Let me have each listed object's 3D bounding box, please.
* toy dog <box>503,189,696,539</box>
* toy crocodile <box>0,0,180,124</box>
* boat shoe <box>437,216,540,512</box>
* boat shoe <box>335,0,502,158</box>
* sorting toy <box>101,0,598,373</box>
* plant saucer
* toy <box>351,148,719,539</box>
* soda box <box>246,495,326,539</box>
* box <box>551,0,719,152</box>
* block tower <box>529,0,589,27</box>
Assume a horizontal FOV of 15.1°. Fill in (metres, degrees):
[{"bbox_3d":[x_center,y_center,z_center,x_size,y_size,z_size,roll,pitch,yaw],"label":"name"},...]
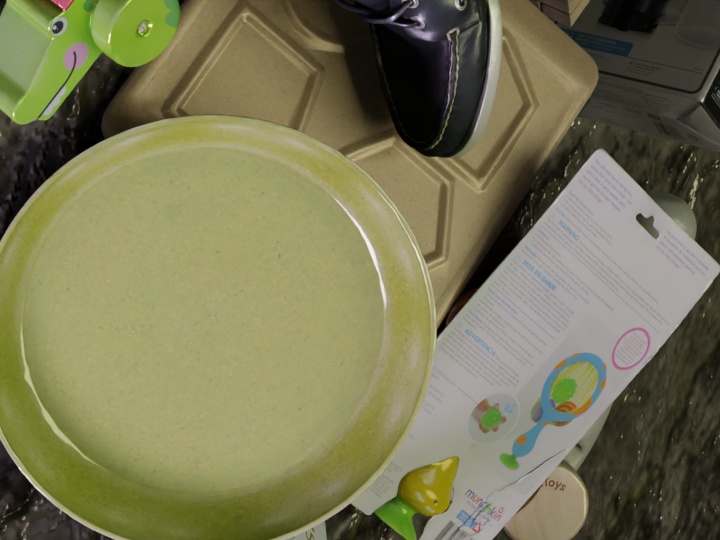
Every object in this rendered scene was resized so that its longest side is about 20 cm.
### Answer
[{"bbox_3d":[0.095,0.044,1.445,0.096,0.132,0.200,23,79,-16],"label":"toy dog"},{"bbox_3d":[-0.089,-0.146,1.108,0.200,0.068,0.062,-48,144,3],"label":"toy crocodile"},{"bbox_3d":[0.043,0.029,1.342,0.073,0.063,0.201,-29,121,-24],"label":"boat shoe"},{"bbox_3d":[0.017,-0.139,1.179,0.066,0.074,0.200,-20,122,-39],"label":"boat shoe"},{"bbox_3d":[-0.003,-0.078,1.250,0.185,0.036,0.200,40,66,-16],"label":"sorting toy"},{"bbox_3d":[-0.067,0.026,1.186,0.200,0.031,0.200,-2,108,-8],"label":"plant saucer"},{"bbox_3d":[0.069,0.041,1.295,0.200,0.047,0.115,-52,132,-2],"label":"toy"},{"bbox_3d":[-0.051,0.166,1.231,0.068,0.064,0.200,58,19,-46],"label":"soda box"},{"bbox_3d":[0.189,-0.170,1.459,0.200,0.117,0.060,-61,140,-13],"label":"box"},{"bbox_3d":[0.089,-0.203,1.319,0.058,0.054,0.200,-55,158,-24],"label":"block tower"}]
